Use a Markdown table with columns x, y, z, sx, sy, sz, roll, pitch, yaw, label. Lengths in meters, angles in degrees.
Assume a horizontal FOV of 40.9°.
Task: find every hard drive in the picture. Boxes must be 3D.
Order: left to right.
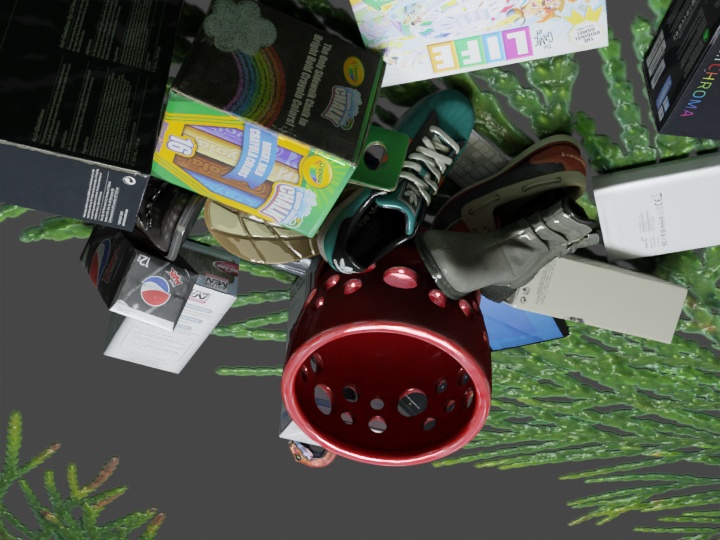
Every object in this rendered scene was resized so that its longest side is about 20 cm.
| x | y | z | sx | sy | sz | roll | pitch | yaw | label |
| --- | --- | --- | --- | --- | --- | --- | --- | --- | --- |
| 0.349 | -0.069 | 0.999 | 0.199 | 0.027 | 0.132 | -10 | 143 | 16 | hard drive |

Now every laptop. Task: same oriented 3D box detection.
| x | y | z | sx | sy | sz | roll | pitch | yaw | label |
| --- | --- | --- | --- | --- | --- | --- | --- | --- | --- |
| 0.144 | 0.108 | 1.170 | 0.103 | 0.200 | 0.177 | 24 | 165 | 35 | laptop |

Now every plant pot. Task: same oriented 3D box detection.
| x | y | z | sx | sy | sz | roll | pitch | yaw | label |
| --- | --- | --- | --- | --- | --- | --- | --- | --- | --- |
| 0.030 | 0.063 | 0.963 | 0.199 | 0.183 | 0.201 | 3 | 132 | 3 | plant pot |

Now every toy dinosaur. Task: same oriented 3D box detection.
| x | y | z | sx | sy | sz | roll | pitch | yaw | label |
| --- | --- | --- | --- | --- | --- | --- | --- | --- | --- |
| -0.034 | 0.186 | 1.255 | 0.105 | 0.200 | 0.182 | 6 | 101 | -23 | toy dinosaur |

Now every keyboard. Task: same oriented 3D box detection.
| x | y | z | sx | sy | sz | roll | pitch | yaw | label |
| --- | --- | --- | --- | --- | --- | --- | --- | --- | --- |
| 0.139 | -0.090 | 0.989 | 0.056 | 0.011 | 0.200 | -27 | 136 | 33 | keyboard |

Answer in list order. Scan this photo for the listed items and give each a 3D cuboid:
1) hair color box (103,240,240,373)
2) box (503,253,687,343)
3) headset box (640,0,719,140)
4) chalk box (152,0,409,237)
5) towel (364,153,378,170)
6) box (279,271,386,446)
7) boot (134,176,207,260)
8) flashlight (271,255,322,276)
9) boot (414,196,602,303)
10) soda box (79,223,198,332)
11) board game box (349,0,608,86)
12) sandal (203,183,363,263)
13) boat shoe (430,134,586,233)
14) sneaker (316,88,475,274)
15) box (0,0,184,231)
| x | y | z | sx | sy | sz | roll | pitch | yaw | label |
| --- | --- | --- | --- | --- | --- | --- | --- | --- | --- |
| -0.225 | 0.043 | 1.141 | 0.099 | 0.061 | 0.200 | 18 | 142 | -22 | hair color box |
| 0.250 | 0.022 | 1.066 | 0.199 | 0.082 | 0.069 | 14 | 98 | -15 | box |
| 0.358 | -0.188 | 0.775 | 0.199 | 0.093 | 0.174 | 6 | 145 | -7 | headset box |
| -0.059 | -0.122 | 0.817 | 0.199 | 0.125 | 0.124 | 23 | 148 | -11 | chalk box |
| -0.092 | -0.102 | 0.944 | 0.199 | 0.049 | 0.112 | 17 | 140 | -23 | towel |
| -0.024 | 0.098 | 1.094 | 0.116 | 0.201 | 0.060 | 17 | 140 | -18 | box |
| -0.238 | -0.082 | 0.881 | 0.174 | 0.069 | 0.200 | 30 | 172 | -22 | boot |
| 0.000 | 0.000 | 1.076 | 0.199 | 0.068 | 0.068 | 15 | 98 | -13 | flashlight |
| 0.141 | -0.031 | 0.889 | 0.130 | 0.068 | 0.200 | -33 | 160 | 24 | boot |
| -0.227 | -0.005 | 0.968 | 0.071 | 0.064 | 0.200 | 23 | -176 | -27 | soda box |
| 0.095 | -0.224 | 0.781 | 0.199 | 0.034 | 0.135 | -8 | 144 | 13 | board game box |
| -0.049 | -0.054 | 0.923 | 0.199 | 0.054 | 0.081 | -6 | 110 | -13 | sandal |
| 0.145 | -0.058 | 0.974 | 0.071 | 0.063 | 0.200 | 26 | 134 | -34 | boat shoe |
| 0.044 | -0.076 | 0.869 | 0.071 | 0.080 | 0.200 | 38 | 89 | -24 | sneaker |
| -0.226 | -0.144 | 0.758 | 0.141 | 0.201 | 0.079 | 14 | 143 | -17 | box |
